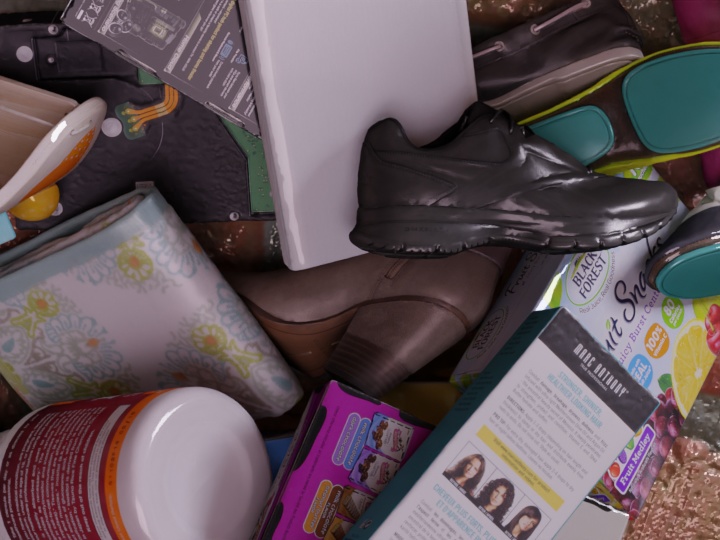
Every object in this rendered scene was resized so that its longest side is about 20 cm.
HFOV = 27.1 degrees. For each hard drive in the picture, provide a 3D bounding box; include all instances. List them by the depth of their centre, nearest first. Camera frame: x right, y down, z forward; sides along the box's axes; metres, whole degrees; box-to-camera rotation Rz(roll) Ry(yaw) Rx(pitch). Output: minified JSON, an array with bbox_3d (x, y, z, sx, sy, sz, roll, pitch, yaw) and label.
[{"bbox_3d":[0.003,-0.110,0.878,0.132,0.027,0.201,-15,112,-15],"label":"hard drive"},{"bbox_3d":[-0.128,-0.099,0.959,0.199,0.038,0.140,-3,115,0],"label":"hard drive"}]

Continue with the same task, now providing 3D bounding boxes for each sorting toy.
[{"bbox_3d":[-0.280,-0.052,0.870,0.199,0.180,0.107,19,125,13],"label":"sorting toy"}]

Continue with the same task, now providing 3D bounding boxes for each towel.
[{"bbox_3d":[-0.158,0.045,0.985,0.200,0.048,0.171,-21,118,33],"label":"towel"}]

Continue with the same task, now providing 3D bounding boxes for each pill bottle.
[{"bbox_3d":[-0.159,0.135,0.940,0.200,0.113,0.113,-10,121,43],"label":"pill bottle"}]

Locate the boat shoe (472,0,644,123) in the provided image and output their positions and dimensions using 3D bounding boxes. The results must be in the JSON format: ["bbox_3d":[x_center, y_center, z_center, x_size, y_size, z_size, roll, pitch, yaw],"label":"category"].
[{"bbox_3d":[0.082,-0.120,0.955,0.199,0.057,0.067,-18,154,9],"label":"boat shoe"}]

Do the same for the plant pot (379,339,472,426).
[{"bbox_3d":[0.069,0.152,1.009,0.200,0.201,0.190,-5,99,0],"label":"plant pot"}]

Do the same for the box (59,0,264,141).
[{"bbox_3d":[-0.059,-0.193,0.884,0.160,0.044,0.200,29,96,-13],"label":"box"}]

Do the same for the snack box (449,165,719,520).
[{"bbox_3d":[0.159,0.038,0.958,0.142,0.200,0.053,45,148,-19],"label":"snack box"}]

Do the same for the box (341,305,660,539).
[{"bbox_3d":[0.071,0.120,0.833,0.082,0.049,0.200,44,75,-9],"label":"box"}]

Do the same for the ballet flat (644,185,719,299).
[{"bbox_3d":[0.259,-0.023,0.974,0.199,0.073,0.073,-4,117,-24],"label":"ballet flat"}]

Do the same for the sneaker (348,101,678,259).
[{"bbox_3d":[0.092,-0.053,0.870,0.199,0.076,0.091,-1,89,-16],"label":"sneaker"}]

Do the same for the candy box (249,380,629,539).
[{"bbox_3d":[0.040,0.167,0.880,0.200,0.061,0.137,25,77,-7],"label":"candy box"}]

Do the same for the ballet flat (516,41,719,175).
[{"bbox_3d":[0.166,-0.091,0.932,0.199,0.067,0.067,-19,88,17],"label":"ballet flat"}]

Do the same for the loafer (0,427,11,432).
[{"bbox_3d":[-0.308,0.139,1.045,0.199,0.072,0.063,-13,111,7],"label":"loafer"}]

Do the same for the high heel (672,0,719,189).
[{"bbox_3d":[0.224,-0.144,0.960,0.067,0.096,0.200,-29,137,-35],"label":"high heel"}]

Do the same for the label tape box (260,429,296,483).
[{"bbox_3d":[-0.060,0.180,0.979,0.063,0.200,0.145,-7,86,-31],"label":"label tape box"}]

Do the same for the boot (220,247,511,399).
[{"bbox_3d":[0.000,0.000,0.981,0.146,0.200,0.070,-51,142,-15],"label":"boot"}]
